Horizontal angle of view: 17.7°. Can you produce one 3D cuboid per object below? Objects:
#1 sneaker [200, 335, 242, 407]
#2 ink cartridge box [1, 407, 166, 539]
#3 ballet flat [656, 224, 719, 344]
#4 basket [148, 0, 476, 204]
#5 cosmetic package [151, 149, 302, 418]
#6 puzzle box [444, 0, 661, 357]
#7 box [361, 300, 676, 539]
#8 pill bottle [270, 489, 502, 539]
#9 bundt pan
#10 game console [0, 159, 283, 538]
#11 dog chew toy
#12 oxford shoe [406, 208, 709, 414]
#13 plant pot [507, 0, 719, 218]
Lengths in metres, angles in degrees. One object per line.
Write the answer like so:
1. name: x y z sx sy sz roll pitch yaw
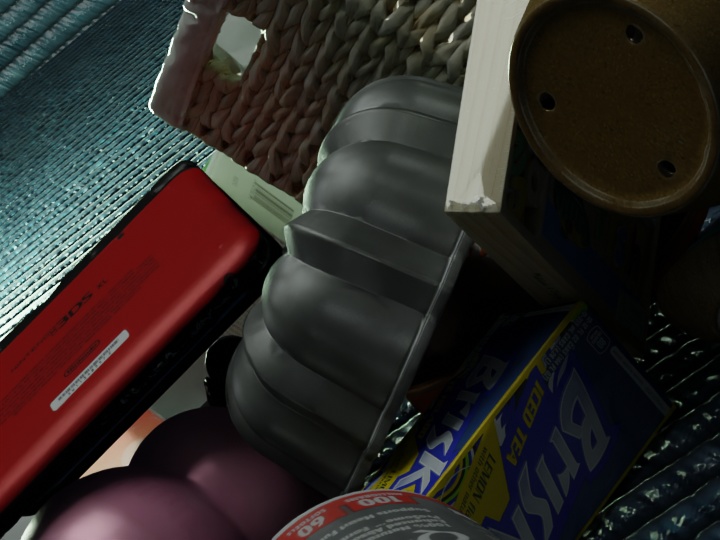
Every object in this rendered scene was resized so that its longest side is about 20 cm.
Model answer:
1. sneaker: -0.052 0.063 1.263 0.072 0.083 0.200 -48 17 -21
2. ink cartridge box: -0.192 0.144 1.274 0.162 0.050 0.200 32 66 28
3. ballet flat: 0.197 0.001 0.904 0.200 0.068 0.072 -26 42 35
4. basket: 0.012 -0.155 1.274 0.200 0.161 0.198 -52 -5 -34
5. cosmetic package: -0.112 0.035 1.393 0.200 0.085 0.108 -52 9 15
6. puzzle box: 0.091 -0.053 0.989 0.025 0.200 0.133 1 73 24
7. box: 0.041 0.106 0.956 0.200 0.070 0.064 -50 18 -25
8. pill bottle: 0.031 0.149 0.790 0.116 0.116 0.200 -45 16 -8
9. bundt pan: 0.000 0.000 1.026 0.202 0.076 0.202 -156 90 -89
10. game console: -0.110 0.058 1.135 0.200 0.119 0.172 -46 31 0
11. dog chew toy: -0.072 0.123 1.104 0.200 0.125 0.125 -43 14 -31
12. oxford shoe: 0.079 0.004 1.126 0.200 0.073 0.071 -32 19 32
13. plant pot: 0.150 -0.107 0.906 0.200 0.186 0.186 -36 9 -40
